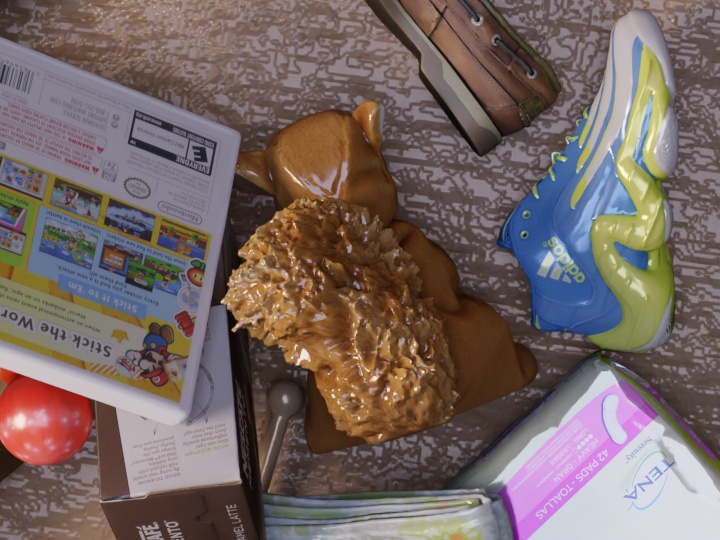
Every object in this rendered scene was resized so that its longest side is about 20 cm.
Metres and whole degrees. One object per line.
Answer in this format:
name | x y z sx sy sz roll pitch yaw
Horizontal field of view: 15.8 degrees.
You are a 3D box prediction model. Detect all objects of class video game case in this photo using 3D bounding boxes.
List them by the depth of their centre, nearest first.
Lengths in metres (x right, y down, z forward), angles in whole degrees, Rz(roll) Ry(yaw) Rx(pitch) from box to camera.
video game case | -0.169 -0.030 1.386 0.200 0.023 0.182 21 58 -21

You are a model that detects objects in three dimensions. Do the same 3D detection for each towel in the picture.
towel | 0.012 0.219 1.503 0.171 0.048 0.200 -3 109 19

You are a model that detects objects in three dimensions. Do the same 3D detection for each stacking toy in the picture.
stacking toy | -0.184 0.018 1.487 0.085 0.085 0.200 -10 64 3

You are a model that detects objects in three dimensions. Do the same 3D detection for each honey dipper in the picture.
honey dipper | -0.072 0.161 1.549 0.038 0.038 0.200 16 90 2

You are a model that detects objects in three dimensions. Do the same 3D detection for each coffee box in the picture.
coffee box | -0.104 0.060 1.465 0.080 0.114 0.200 -8 58 3

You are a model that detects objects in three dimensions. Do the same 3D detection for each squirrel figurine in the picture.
squirrel figurine | 0.000 0.000 1.459 0.141 0.200 0.187 -18 91 10

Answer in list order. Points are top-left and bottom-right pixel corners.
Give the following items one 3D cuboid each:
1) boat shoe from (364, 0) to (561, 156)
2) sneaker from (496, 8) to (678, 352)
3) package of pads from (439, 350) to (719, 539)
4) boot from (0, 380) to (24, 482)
boat shoe | 0.040 -0.166 1.521 0.068 0.072 0.200 -35 99 -1
sneaker | 0.131 -0.051 1.512 0.105 0.076 0.200 -1 93 3
package of pads | 0.157 0.163 1.522 0.154 0.068 0.200 -43 90 5
boot | -0.267 0.069 1.535 0.155 0.073 0.200 38 76 16
